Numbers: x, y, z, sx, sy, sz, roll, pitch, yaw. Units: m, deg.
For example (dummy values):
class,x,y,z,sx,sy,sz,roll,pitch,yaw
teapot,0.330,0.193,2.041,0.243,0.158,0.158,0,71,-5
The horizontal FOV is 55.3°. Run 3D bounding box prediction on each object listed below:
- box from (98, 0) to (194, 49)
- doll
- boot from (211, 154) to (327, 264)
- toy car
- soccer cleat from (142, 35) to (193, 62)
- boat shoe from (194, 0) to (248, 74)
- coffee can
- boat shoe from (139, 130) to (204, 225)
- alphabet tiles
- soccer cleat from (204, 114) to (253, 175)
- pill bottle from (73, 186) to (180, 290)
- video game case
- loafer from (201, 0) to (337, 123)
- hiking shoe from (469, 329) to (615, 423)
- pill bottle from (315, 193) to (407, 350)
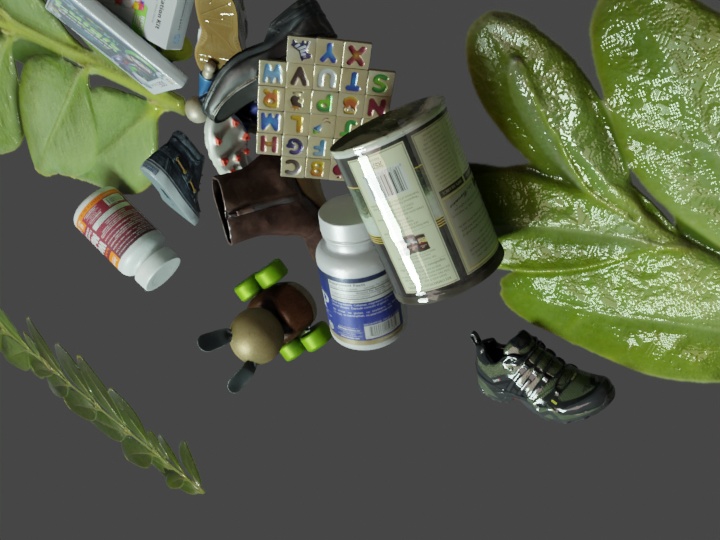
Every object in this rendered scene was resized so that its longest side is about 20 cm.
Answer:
class,x,y,z,sx,sy,sz,roll,pitch,yaw
box,-0.310,-0.415,0.931,0.199,0.041,0.157,31,117,12
doll,-0.176,-0.240,0.973,0.198,0.049,0.137,4,148,37
boot,-0.120,-0.071,0.980,0.072,0.165,0.202,21,132,47
toy car,-0.177,0.109,1.159,0.165,0.200,0.157,54,140,-7
soccer cleat,-0.319,-0.384,0.997,0.200,0.065,0.084,44,139,6
boat shoe,-0.180,-0.326,0.917,0.070,0.070,0.200,15,158,-7
coffee can,0.069,-0.083,0.817,0.145,0.146,0.202,-5,117,45
boat shoe,-0.295,-0.152,1.168,0.071,0.091,0.201,36,166,15
alphabet tiles,-0.047,-0.196,0.863,0.164,0.006,0.201,3,134,-7
soccer cleat,-0.193,-0.169,1.011,0.077,0.069,0.200,34,165,24
pill bottle,-0.456,-0.061,1.352,0.200,0.109,0.110,44,141,6
video game case,-0.356,-0.331,0.996,0.200,0.023,0.181,39,170,-29
loafer,-0.114,-0.243,0.852,0.199,0.073,0.073,-37,87,20
hiking shoe,0.229,0.132,0.900,0.198,0.076,0.101,4,127,42
pill bottle,0.000,0.000,0.970,0.119,0.120,0.202,16,131,33
